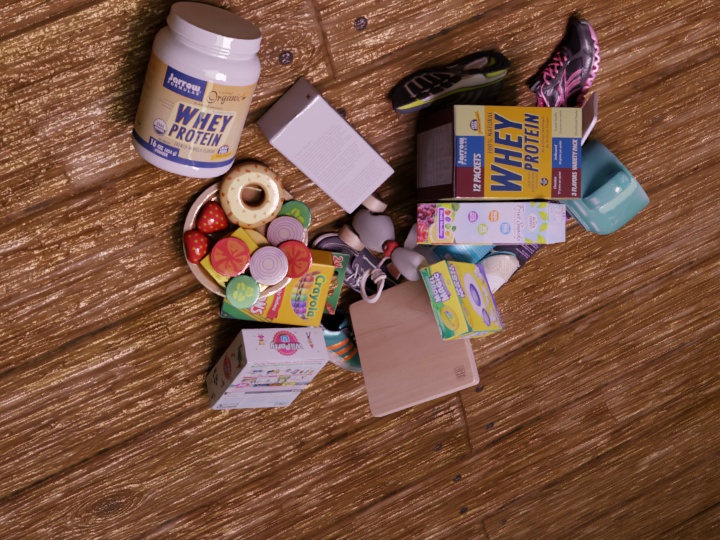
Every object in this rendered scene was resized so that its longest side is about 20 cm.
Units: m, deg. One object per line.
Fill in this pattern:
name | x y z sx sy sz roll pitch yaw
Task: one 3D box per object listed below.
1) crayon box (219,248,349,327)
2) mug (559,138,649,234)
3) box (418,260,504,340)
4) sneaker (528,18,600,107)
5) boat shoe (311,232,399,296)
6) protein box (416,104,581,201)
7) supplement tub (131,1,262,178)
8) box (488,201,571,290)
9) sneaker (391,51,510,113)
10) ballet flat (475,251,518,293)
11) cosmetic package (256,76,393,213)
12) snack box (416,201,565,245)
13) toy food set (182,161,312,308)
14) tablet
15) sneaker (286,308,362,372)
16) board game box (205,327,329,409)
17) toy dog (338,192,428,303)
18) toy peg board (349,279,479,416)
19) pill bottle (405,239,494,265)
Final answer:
crayon box | -0.122 0.023 1.538 0.199 0.051 0.127 6 121 -15
mug | 0.408 -0.143 1.647 0.114 0.152 0.185 -41 148 9
box | 0.156 0.046 1.462 0.048 0.118 0.200 -23 169 26
sneaker | 0.327 -0.314 1.544 0.095 0.079 0.200 -1 124 -13
boat shoe | 0.000 0.000 1.607 0.073 0.063 0.200 -47 131 13
protein box | 0.206 -0.174 1.443 0.198 0.200 0.135 -1 93 -12
supplement tub | -0.217 -0.241 1.259 0.144 0.144 0.200 4 122 -30
box | 0.275 -0.068 1.719 0.200 0.036 0.143 -47 131 13
sneaker | 0.144 -0.274 1.474 0.199 0.074 0.081 -18 133 -13
ballet flat | 0.216 0.021 1.664 0.067 0.063 0.200 15 161 -18
cosmetic package | -0.051 -0.188 1.434 0.101 0.071 0.200 -43 132 8
snack box | 0.205 -0.073 1.454 0.169 0.199 0.068 -8 100 -70
toy food set | -0.170 -0.048 1.442 0.200 0.049 0.198 -43 105 -6
tablet | 0.330 -0.186 1.528 0.014 0.130 0.200 25 122 -1
sneaker | -0.032 0.118 1.674 0.200 0.071 0.080 27 113 -37
board game box | -0.161 0.168 1.596 0.147 0.064 0.200 1 151 -28
toy dog | 0.050 -0.042 1.525 0.132 0.200 0.096 -41 144 28
toy peg board | 0.105 0.125 1.585 0.200 0.200 0.098 -23 158 28
pill bottle | 0.182 -0.071 1.618 0.200 0.111 0.111 -40 132 6
